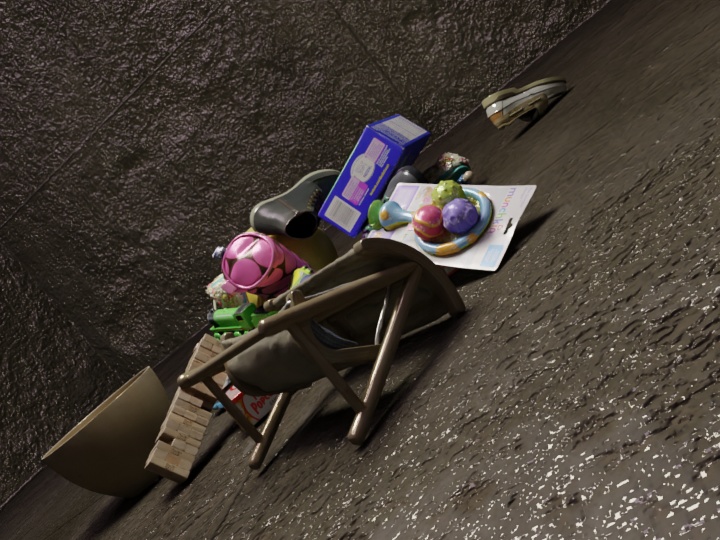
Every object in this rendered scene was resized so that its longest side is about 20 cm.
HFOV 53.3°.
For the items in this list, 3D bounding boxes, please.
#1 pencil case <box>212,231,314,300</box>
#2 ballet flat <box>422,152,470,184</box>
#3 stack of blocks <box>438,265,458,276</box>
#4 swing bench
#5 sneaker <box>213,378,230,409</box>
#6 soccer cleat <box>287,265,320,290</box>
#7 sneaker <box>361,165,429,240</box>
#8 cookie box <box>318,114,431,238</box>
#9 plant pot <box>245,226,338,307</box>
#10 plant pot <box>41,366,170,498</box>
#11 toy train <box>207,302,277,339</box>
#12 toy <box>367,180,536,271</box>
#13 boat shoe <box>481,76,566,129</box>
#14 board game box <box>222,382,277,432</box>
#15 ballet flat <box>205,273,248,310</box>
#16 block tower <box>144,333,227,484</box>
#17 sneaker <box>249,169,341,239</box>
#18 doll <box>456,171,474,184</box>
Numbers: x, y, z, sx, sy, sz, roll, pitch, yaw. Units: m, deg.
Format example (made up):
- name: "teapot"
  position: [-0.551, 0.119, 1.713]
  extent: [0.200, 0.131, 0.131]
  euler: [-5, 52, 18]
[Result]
- name: "pencil case"
  position: [-0.133, 0.007, 1.054]
  extent: [0.094, 0.090, 0.200]
  euler: [-62, -20, -3]
- name: "ballet flat"
  position: [0.108, -0.130, 1.259]
  extent: [0.200, 0.076, 0.064]
  euler: [-40, 49, 3]
- name: "stack of blocks"
  position: [0.086, -0.031, 0.941]
  extent: [0.115, 0.059, 0.200]
  euler: [-39, 8, 8]
- name: "swing bench"
  position: [-0.039, 0.069, 0.702]
  extent: [0.198, 0.130, 0.200]
  euler: [-31, 11, 49]
- name: "sneaker"
  position: [-0.187, 0.144, 1.154]
  extent: [0.200, 0.087, 0.075]
  euler: [-39, 9, 17]
- name: "soccer cleat"
  position: [-0.080, 0.041, 0.951]
  extent: [0.084, 0.065, 0.200]
  euler: [-44, 8, -10]
- name: "sneaker"
  position: [0.047, -0.077, 1.119]
  extent: [0.088, 0.074, 0.200]
  euler: [-44, -12, -30]
- name: "cookie box"
  position: [0.027, -0.163, 1.197]
  extent: [0.172, 0.075, 0.200]
  euler: [-59, -6, 23]
- name: "plant pot"
  position: [-0.130, 0.024, 1.249]
  extent: [0.199, 0.200, 0.142]
  euler: [-38, 22, 10]
- name: "plant pot"
  position: [-0.357, 0.263, 1.095]
  extent: [0.200, 0.135, 0.200]
  euler: [-39, 7, 6]
- name: "toy train"
  position: [-0.167, 0.076, 1.057]
  extent: [0.199, 0.057, 0.042]
  euler: [-8, 28, 48]
- name: "toy"
  position: [0.084, -0.064, 0.810]
  extent: [0.199, 0.047, 0.116]
  euler: [5, 58, 46]
- name: "boat shoe"
  position: [0.336, -0.333, 1.441]
  extent: [0.198, 0.069, 0.075]
  euler: [-20, -4, -20]
- name: "board game box"
  position: [-0.104, 0.128, 0.986]
  extent: [0.200, 0.046, 0.151]
  euler: [-42, 7, -15]
- name: "ballet flat"
  position: [-0.203, 0.084, 1.184]
  extent: [0.063, 0.201, 0.076]
  euler: [-20, 35, -7]
- name: "block tower"
  position: [-0.226, 0.181, 0.969]
  extent: [0.054, 0.057, 0.201]
  euler: [-47, 20, 51]
- name: "sneaker"
  position: [-0.078, -0.105, 1.209]
  extent: [0.199, 0.075, 0.106]
  euler: [-34, 35, -30]
- name: "doll"
  position: [0.135, -0.099, 1.129]
  extent: [0.137, 0.048, 0.200]
  euler: [-48, 6, 7]
